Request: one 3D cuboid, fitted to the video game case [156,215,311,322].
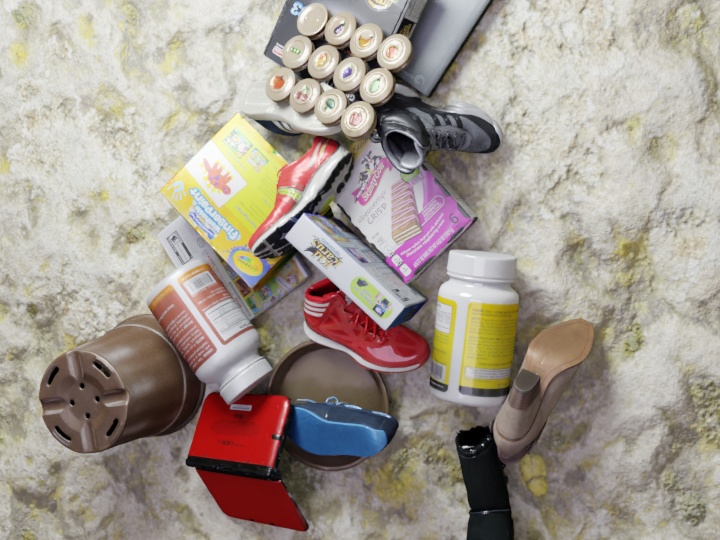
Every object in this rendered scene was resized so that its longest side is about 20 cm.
[{"bbox_3d":[-0.198,-0.023,1.361,0.181,0.023,0.201,-35,83,16],"label":"video game case"}]

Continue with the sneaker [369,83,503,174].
[{"bbox_3d":[0.100,-0.175,1.185,0.197,0.115,0.076,16,138,-11],"label":"sneaker"}]

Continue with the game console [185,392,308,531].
[{"bbox_3d":[-0.160,0.288,1.341,0.198,0.118,0.174,-4,63,41],"label":"game console"}]

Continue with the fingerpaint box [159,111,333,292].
[{"bbox_3d":[-0.166,-0.098,1.293,0.200,0.073,0.167,44,86,6],"label":"fingerpaint box"}]

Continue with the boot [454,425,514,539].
[{"bbox_3d":[0.168,0.313,1.194,0.072,0.198,0.165,-9,99,15],"label":"boot"}]

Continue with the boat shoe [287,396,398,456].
[{"bbox_3d":[-0.030,0.231,1.275,0.198,0.068,0.085,9,113,38],"label":"boat shoe"}]

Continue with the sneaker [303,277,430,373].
[{"bbox_3d":[0.003,0.075,1.253,0.197,0.116,0.079,13,53,15],"label":"sneaker"}]

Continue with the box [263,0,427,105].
[{"bbox_3d":[-0.022,-0.351,1.237,0.199,0.049,0.200,37,108,27],"label":"box"}]

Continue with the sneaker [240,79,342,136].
[{"bbox_3d":[-0.078,-0.225,1.255,0.199,0.084,0.076,21,85,38],"label":"sneaker"}]

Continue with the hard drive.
[{"bbox_3d":[0.097,-0.367,1.237,0.139,0.033,0.201,36,104,10],"label":"hard drive"}]

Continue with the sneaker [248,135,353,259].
[{"bbox_3d":[-0.093,-0.103,1.229,0.085,0.077,0.201,36,82,24],"label":"sneaker"}]

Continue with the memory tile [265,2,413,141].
[{"bbox_3d":[-0.033,-0.272,1.180,0.199,0.017,0.155,30,90,32],"label":"memory tile"}]

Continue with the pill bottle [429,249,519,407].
[{"bbox_3d":[0.160,0.077,1.215,0.113,0.114,0.203,8,97,16],"label":"pill bottle"}]

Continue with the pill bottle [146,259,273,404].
[{"bbox_3d":[-0.221,0.094,1.307,0.112,0.112,0.201,-38,83,16],"label":"pill bottle"}]

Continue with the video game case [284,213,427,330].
[{"bbox_3d":[0.000,0.000,1.209,0.181,0.200,0.046,43,99,9],"label":"video game case"}]

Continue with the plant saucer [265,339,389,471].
[{"bbox_3d":[-0.049,0.203,1.332,0.197,0.029,0.203,1,94,17],"label":"plant saucer"}]

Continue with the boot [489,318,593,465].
[{"bbox_3d":[0.248,0.171,1.207,0.070,0.199,0.148,32,139,32],"label":"boot"}]

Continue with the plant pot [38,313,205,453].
[{"bbox_3d":[-0.368,0.181,1.338,0.197,0.198,0.203,2,96,16],"label":"plant pot"}]

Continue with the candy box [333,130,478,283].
[{"bbox_3d":[0.053,-0.102,1.258,0.136,0.061,0.200,-44,81,16],"label":"candy box"}]
